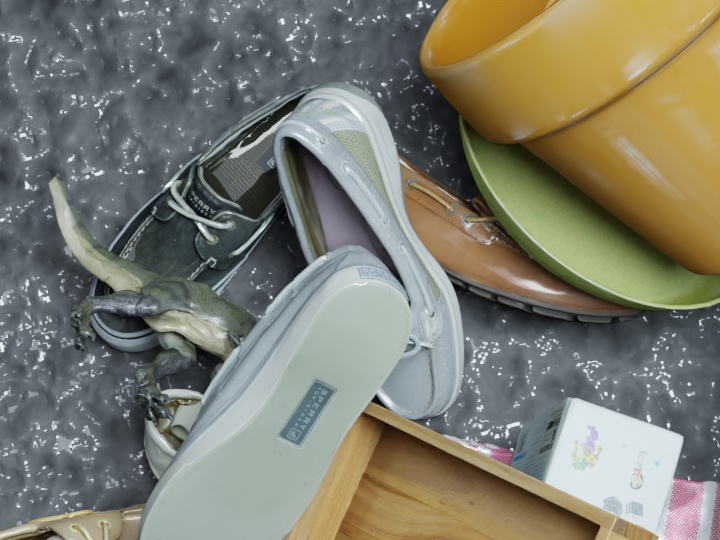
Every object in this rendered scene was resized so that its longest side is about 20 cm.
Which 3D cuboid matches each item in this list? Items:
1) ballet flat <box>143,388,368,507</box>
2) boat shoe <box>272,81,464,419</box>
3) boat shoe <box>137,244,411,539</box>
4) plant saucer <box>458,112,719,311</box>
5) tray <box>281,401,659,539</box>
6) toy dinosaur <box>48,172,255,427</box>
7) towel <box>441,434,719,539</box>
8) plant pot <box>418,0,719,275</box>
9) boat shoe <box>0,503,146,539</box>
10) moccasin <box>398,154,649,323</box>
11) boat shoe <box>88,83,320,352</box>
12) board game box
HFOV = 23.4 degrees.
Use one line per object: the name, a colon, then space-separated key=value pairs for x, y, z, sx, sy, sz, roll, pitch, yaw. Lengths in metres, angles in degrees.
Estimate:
ballet flat: x=-0.033 y=0.107 z=0.953 sx=0.199 sy=0.069 sz=0.070 roll=12 pitch=76 yaw=18
boat shoe: x=0.001 y=-0.001 z=0.960 sx=0.074 sy=0.065 sz=0.203 roll=-2 pitch=116 yaw=31
boat shoe: x=-0.045 y=0.073 z=0.894 sx=0.070 sy=0.072 sz=0.201 roll=32 pitch=105 yaw=-21
plant saucer: x=0.137 y=-0.054 z=0.988 sx=0.199 sy=0.031 sz=0.201 roll=18 pitch=47 yaw=-20
tray: x=0.043 y=0.135 z=0.830 sx=0.037 sy=0.200 sz=0.099 roll=27 pitch=86 yaw=-38
toy dinosaur: x=-0.111 y=0.028 z=0.953 sx=0.200 sy=0.048 sz=0.088 roll=32 pitch=48 yaw=8
towel: x=0.102 y=0.174 z=0.974 sx=0.199 sy=0.030 sz=0.147 roll=10 pitch=76 yaw=4
plant pot: x=0.163 y=-0.105 z=0.899 sx=0.200 sy=0.200 sz=0.183 roll=-46 pitch=107 yaw=-10
boat shoe: x=-0.159 y=0.170 z=0.959 sx=0.199 sy=0.069 sz=0.074 roll=-15 pitch=74 yaw=-4
moccasin: x=0.075 y=-0.026 z=1.006 sx=0.201 sy=0.074 sz=0.078 roll=24 pitch=94 yaw=16
boat shoe: x=-0.087 y=-0.040 z=1.011 sx=0.072 sy=0.071 sz=0.200 roll=40 pitch=81 yaw=10
board game box: x=0.094 y=0.175 z=0.887 sx=0.064 sy=0.148 sz=0.201 roll=19 pitch=80 yaw=1
